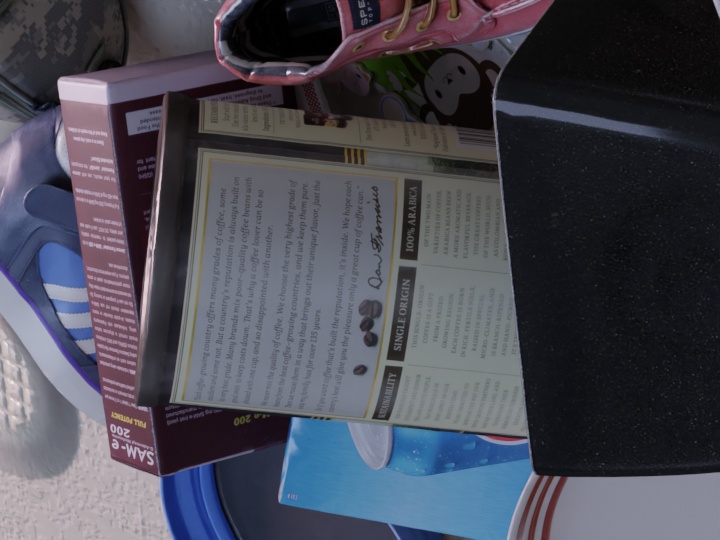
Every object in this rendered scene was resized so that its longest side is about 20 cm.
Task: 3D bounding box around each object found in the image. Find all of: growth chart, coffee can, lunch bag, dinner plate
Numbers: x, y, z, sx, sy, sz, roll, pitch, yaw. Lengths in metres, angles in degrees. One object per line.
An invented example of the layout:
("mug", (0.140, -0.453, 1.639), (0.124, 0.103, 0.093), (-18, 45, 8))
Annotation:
("growth chart", (0.043, -0.106, 1.398), (0.200, 0.018, 0.145), (36, 140, 18))
("coffee can", (0.000, 0.000, 1.321), (0.199, 0.147, 0.147), (6, 134, -5))
("lunch bag", (-0.230, -0.161, 1.530), (0.200, 0.140, 0.168), (15, 152, 37))
("dinner plate", (0.156, 0.116, 1.347), (0.024, 0.200, 0.201), (-128, 24, -54))

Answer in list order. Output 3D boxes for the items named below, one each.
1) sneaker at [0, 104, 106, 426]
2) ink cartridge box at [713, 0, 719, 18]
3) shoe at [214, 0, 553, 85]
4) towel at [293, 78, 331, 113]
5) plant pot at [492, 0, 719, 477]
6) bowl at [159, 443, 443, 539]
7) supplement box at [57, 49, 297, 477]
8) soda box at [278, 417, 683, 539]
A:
("sneaker", (-0.115, -0.008, 1.510), (0.146, 0.081, 0.200), (-27, 123, 18))
("ink cartridge box", (0.245, -0.145, 1.069), (0.200, 0.146, 0.085), (2, 122, 43))
("shoe", (0.028, -0.130, 1.308), (0.200, 0.091, 0.072), (-13, 98, 36))
("towel", (-0.054, -0.025, 1.511), (0.200, 0.030, 0.147), (-25, 82, 55))
("plant pot", (0.181, -0.032, 1.200), (0.177, 0.200, 0.200), (8, 126, 23))
("bowl", (-0.030, 0.158, 1.661), (0.200, 0.039, 0.201), (25, 135, 28))
("supplement box", (-0.082, -0.007, 1.434), (0.061, 0.109, 0.201), (10, 110, 58))
("soda box", (0.064, 0.093, 1.403), (0.199, 0.064, 0.068), (10, 105, 1))
